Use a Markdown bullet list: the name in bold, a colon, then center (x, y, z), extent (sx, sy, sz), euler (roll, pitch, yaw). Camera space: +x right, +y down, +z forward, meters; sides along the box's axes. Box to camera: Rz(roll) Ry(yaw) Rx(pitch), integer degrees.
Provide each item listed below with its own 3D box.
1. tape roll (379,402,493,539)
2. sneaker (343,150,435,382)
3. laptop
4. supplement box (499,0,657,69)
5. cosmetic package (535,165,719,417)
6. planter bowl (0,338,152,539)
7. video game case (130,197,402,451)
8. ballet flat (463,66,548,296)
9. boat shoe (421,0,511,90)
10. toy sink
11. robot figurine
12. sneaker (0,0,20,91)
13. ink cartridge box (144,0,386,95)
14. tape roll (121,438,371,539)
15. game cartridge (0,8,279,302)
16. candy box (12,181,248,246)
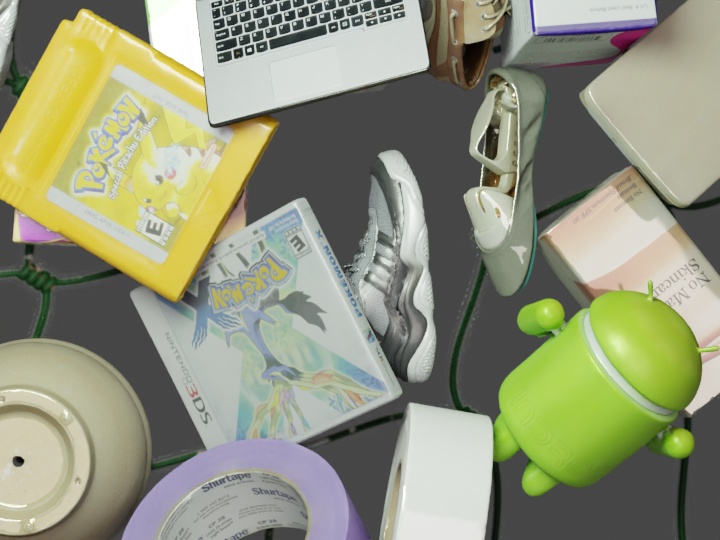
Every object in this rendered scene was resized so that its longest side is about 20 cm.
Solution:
- **tape roll**: center (0.057, 0.213, 1.558), extent (0.071, 0.202, 0.203), euler (10, 87, -2)
- **sneaker**: center (0.000, 0.000, 1.619), extent (0.114, 0.075, 0.200), euler (-5, 90, -6)
- **laptop**: center (-0.060, -0.245, 1.505), extent (0.187, 0.116, 0.200), euler (-14, 63, 11)
- **supplement box**: center (0.176, -0.232, 1.583), extent (0.101, 0.200, 0.103), euler (-5, 87, -4)
- **cosmetic package**: center (0.251, 0.019, 1.631), extent (0.103, 0.087, 0.200), euler (-40, 90, -4)
- **planter bowl**: center (-0.278, 0.157, 1.579), extent (0.200, 0.135, 0.200), euler (0, 88, -3)
- **video game case**: center (-0.083, 0.060, 1.593), extent (0.200, 0.022, 0.182), euler (-27, 89, 32)
- **ballet flat**: center (0.118, -0.079, 1.637), extent (0.064, 0.067, 0.200), euler (12, 82, -32)
- **boat shoe**: center (0.095, -0.227, 1.584), extent (0.072, 0.200, 0.076), euler (39, 61, 16)
- **toy sink**: center (0.274, -0.143, 1.607), extent (0.200, 0.112, 0.130), euler (-41, 90, -22)
- **robot figurine**: center (0.194, 0.098, 1.547), extent (0.175, 0.116, 0.200), euler (44, 115, -3)
- **sneaker**: center (-0.344, -0.243, 1.620), extent (0.114, 0.075, 0.200), euler (15, 90, -4)
- **ink cartridge box**: center (-0.082, -0.219, 1.627), extent (0.200, 0.084, 0.146), euler (-8, 88, -3)
- **tape roll**: center (-0.092, 0.242, 1.551), extent (0.200, 0.200, 0.085), euler (-29, 133, -3)
- **game cartridge**: center (-0.195, -0.097, 1.572), extent (0.200, 0.032, 0.176), euler (30, 98, 1)
- **candy box**: center (-0.196, -0.078, 1.632), extent (0.200, 0.056, 0.117), euler (2, 88, -4)
